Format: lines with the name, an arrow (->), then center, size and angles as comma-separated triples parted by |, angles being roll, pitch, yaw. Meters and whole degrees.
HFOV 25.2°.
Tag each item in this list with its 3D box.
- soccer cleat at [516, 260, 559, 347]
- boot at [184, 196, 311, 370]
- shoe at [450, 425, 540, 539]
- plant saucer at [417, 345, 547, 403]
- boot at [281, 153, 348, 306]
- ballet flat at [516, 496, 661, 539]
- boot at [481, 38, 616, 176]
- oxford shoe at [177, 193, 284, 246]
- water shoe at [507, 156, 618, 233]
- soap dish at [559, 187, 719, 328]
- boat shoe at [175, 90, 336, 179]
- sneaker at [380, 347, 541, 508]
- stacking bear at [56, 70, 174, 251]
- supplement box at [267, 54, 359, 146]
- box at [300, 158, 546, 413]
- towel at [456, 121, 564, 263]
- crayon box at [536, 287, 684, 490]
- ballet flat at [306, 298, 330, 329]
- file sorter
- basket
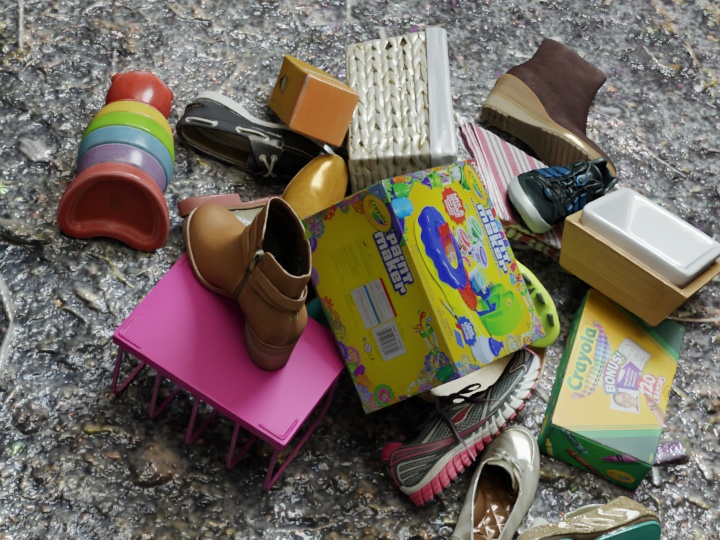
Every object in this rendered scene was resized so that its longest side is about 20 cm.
soccer cleat -> 0.147, 0.001, 1.767 | 0.200, 0.065, 0.084 | 44, 14, 5
boot -> -0.105, -0.020, 1.531 | 0.076, 0.156, 0.201 | -11, 58, -21
shoe -> 0.142, 0.233, 1.641 | 0.070, 0.054, 0.201 | 25, 51, 3
plant saucer -> 0.104, 0.078, 1.757 | 0.199, 0.036, 0.201 | 9, 52, -11
boot -> -0.047, -0.036, 1.696 | 0.071, 0.144, 0.202 | 36, 78, -22
ballet flat -> 0.211, 0.276, 1.634 | 0.199, 0.071, 0.065 | -9, 30, -25
boot -> 0.265, -0.199, 1.988 | 0.199, 0.073, 0.166 | 36, 55, 16
oxford shoe -> -0.105, -0.045, 1.784 | 0.199, 0.070, 0.075 | -2, 82, -21
water shoe -> 0.229, -0.097, 1.813 | 0.072, 0.079, 0.200 | 57, 27, 6
soap dish -> 0.316, -0.016, 1.813 | 0.157, 0.082, 0.200 | 34, 21, 16
boat shoe -> -0.116, -0.139, 1.832 | 0.199, 0.074, 0.060 | 28, 51, 9
sneaker -> 0.108, 0.149, 1.644 | 0.075, 0.081, 0.200 | 45, 73, 6
stacking bear -> -0.255, -0.138, 1.774 | 0.121, 0.114, 0.201 | 11, 47, -8
supplement box -> -0.056, -0.194, 1.821 | 0.068, 0.067, 0.200 | 19, 10, -16
box -> 0.061, 0.011, 1.608 | 0.192, 0.122, 0.201 | -19, 86, -57
towel -> 0.191, -0.080, 1.852 | 0.199, 0.030, 0.147 | 24, 40, -46
crayon box -> 0.274, 0.127, 1.756 | 0.118, 0.058, 0.201 | 22, 51, 0
ballet flat -> 0.000, 0.000, 1.761 | 0.072, 0.072, 0.200 | 36, 73, 12
file sorter -> -0.132, 0.104, 1.612 | 0.199, 0.126, 0.139 | 32, 53, 9
basket -> 0.047, -0.160, 1.843 | 0.122, 0.136, 0.201 | -4, 52, 2
